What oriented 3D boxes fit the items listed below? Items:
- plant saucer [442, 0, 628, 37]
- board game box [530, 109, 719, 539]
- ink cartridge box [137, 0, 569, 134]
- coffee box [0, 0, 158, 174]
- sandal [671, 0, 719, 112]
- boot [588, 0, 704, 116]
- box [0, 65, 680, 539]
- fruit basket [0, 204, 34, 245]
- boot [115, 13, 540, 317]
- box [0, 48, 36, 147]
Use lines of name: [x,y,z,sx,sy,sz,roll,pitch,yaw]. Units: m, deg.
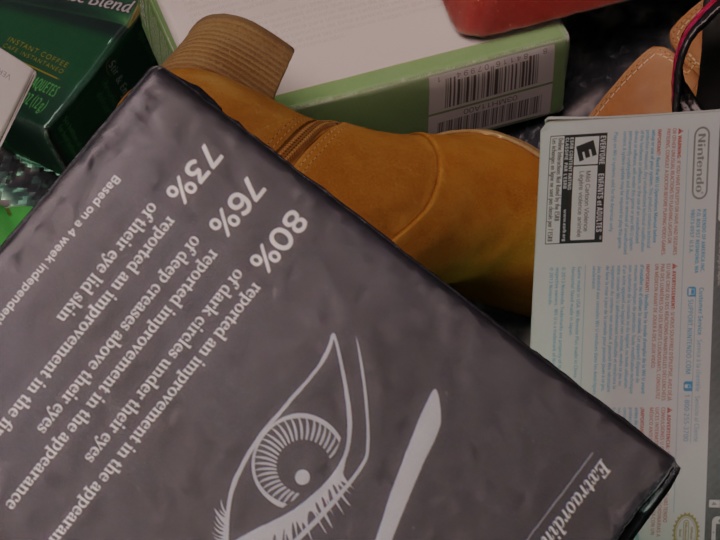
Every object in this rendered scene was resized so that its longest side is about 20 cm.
plant saucer: [0.100,-0.195,1.177,0.199,0.037,0.200,-15,54,-11]
board game box: [0.153,0.022,0.945,0.199,0.064,0.148,-1,83,35]
ink cartridge box: [-0.021,-0.130,1.177,0.145,0.048,0.200,-16,52,-13]
coffee box: [-0.112,-0.143,1.236,0.123,0.044,0.200,26,69,28]
sandal: [0.138,-0.060,1.028,0.075,0.045,0.201,4,69,33]
boot: [0.189,-0.059,1.072,0.200,0.074,0.155,-34,53,-7]
box: [-0.031,0.063,0.889,0.200,0.104,0.148,39,76,5]
fruit basket: [-0.111,0.086,1.040,0.185,0.094,0.200,-46,54,34]
boot: [0.000,-0.001,1.030,0.201,0.071,0.144,29,38,-7]
box: [-0.196,0.004,1.099,0.036,0.200,0.145,31,64,-17]
